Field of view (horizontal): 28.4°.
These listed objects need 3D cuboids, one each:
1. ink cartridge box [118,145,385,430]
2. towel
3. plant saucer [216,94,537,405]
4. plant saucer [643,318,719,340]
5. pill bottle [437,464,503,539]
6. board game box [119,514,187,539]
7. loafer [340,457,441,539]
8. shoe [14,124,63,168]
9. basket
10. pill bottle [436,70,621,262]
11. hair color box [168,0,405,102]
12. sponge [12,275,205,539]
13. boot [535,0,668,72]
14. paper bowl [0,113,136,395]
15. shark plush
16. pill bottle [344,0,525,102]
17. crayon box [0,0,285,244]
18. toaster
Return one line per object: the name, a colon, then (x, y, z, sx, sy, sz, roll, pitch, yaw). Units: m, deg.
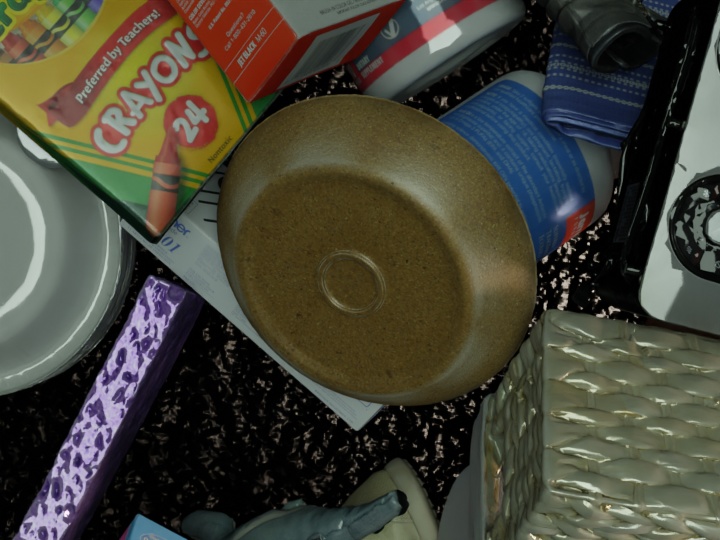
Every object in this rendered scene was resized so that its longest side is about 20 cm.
ink cartridge box: (-0.049, 0.002, 0.914, 0.200, 0.094, 0.044, 41, 127, -2)
towel: (0.190, -0.132, 0.893, 0.144, 0.201, 0.024, 15, 134, 1)
plant saucer: (0.000, 0.000, 0.810, 0.199, 0.035, 0.202, 11, 121, 19)
plant saucer: (0.259, 0.090, 0.877, 0.200, 0.200, 0.032, 37, 57, -1)
pill bottle: (0.153, 0.183, 0.892, 0.199, 0.112, 0.113, 16, 90, -15)
board game box: (-0.120, 0.254, 0.878, 0.152, 0.040, 0.200, 29, 123, -12)
loafer: (0.041, 0.226, 0.932, 0.068, 0.076, 0.201, -22, 81, 0)
shoe: (-0.150, -0.147, 0.904, 0.071, 0.091, 0.201, 32, 79, -8)
basket: (0.169, 0.117, 0.787, 0.198, 0.124, 0.136, 10, 50, -5)
pill bottle: (0.088, -0.056, 0.896, 0.199, 0.112, 0.113, -34, 91, -18)
hair color box: (-0.077, -0.204, 0.821, 0.200, 0.111, 0.064, 51, 132, 7)
sponge: (-0.160, 0.097, 0.905, 0.030, 0.112, 0.201, 27, 89, 1)
boot: (0.146, -0.182, 0.876, 0.132, 0.200, 0.070, 47, 128, 8)
paper bowl: (-0.249, -0.019, 0.909, 0.199, 0.104, 0.203, 0, 91, 0)
shark plush: (-0.049, 0.193, 0.893, 0.199, 0.083, 0.092, -17, 96, 26)
pill bottle: (0.006, -0.216, 0.905, 0.119, 0.120, 0.201, -32, 90, -1)
crayon box: (-0.155, -0.128, 0.828, 0.200, 0.051, 0.127, 40, 79, -7)
toaster: (0.197, -0.051, 0.731, 0.118, 0.200, 0.182, 16, 91, 2)
